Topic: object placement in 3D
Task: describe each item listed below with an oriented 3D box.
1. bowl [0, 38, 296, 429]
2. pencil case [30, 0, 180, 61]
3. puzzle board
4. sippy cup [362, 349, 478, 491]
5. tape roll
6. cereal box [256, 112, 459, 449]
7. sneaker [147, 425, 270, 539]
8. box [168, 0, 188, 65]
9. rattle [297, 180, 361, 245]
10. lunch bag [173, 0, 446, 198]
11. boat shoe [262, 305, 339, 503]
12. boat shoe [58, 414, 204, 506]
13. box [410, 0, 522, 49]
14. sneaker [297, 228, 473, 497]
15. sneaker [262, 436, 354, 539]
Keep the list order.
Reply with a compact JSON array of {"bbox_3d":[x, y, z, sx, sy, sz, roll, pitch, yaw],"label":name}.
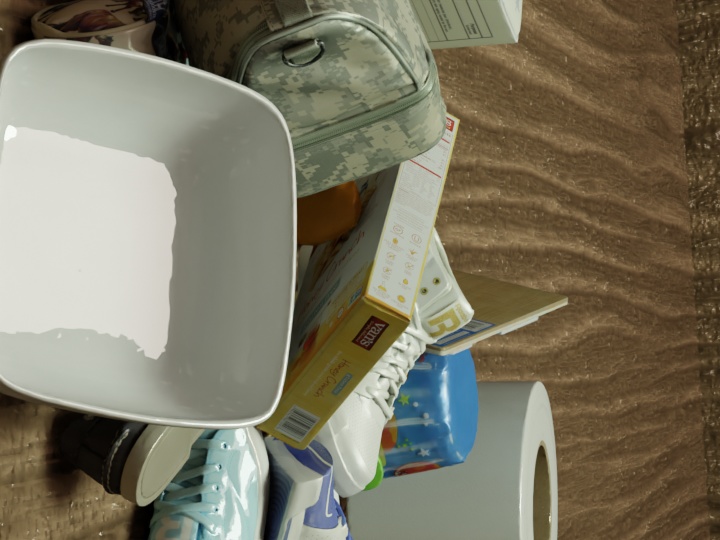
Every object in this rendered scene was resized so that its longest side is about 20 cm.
[{"bbox_3d":[-0.133,-0.014,1.314,0.199,0.075,0.201,12,74,-35],"label":"bowl"},{"bbox_3d":[-0.130,-0.064,1.421,0.089,0.078,0.201,-21,112,-25],"label":"pencil case"},{"bbox_3d":[0.043,0.028,1.785,0.200,0.150,0.017,-19,119,-57],"label":"puzzle board"},{"bbox_3d":[0.015,0.096,1.781,0.140,0.130,0.178,59,31,-58],"label":"sippy cup"},{"bbox_3d":[0.076,0.188,1.916,0.203,0.139,0.204,-1,90,-77],"label":"tape roll"},{"bbox_3d":[0.000,0.000,1.541,0.144,0.039,0.200,-52,-165,40],"label":"cereal box"},{"bbox_3d":[-0.099,0.157,1.497,0.082,0.074,0.201,-13,96,-73],"label":"sneaker"},{"bbox_3d":[-0.126,-0.204,1.544,0.137,0.040,0.201,-68,149,-57],"label":"box"},{"bbox_3d":[-0.034,-0.037,1.627,0.200,0.142,0.131,65,36,-56],"label":"rattle"},{"bbox_3d":[-0.043,-0.169,1.434,0.168,0.139,0.201,72,1,-60],"label":"lunch bag"},{"bbox_3d":[-0.069,0.111,1.621,0.091,0.071,0.201,0,79,-72],"label":"boat shoe"},{"bbox_3d":[-0.111,0.062,1.446,0.200,0.063,0.073,-52,157,-50],"label":"boat shoe"},{"bbox_3d":[0.007,-0.232,1.710,0.128,0.199,0.109,61,31,-54],"label":"box"},{"bbox_3d":[0.021,0.051,1.635,0.074,0.115,0.201,55,26,-52],"label":"sneaker"},{"bbox_3d":[-0.022,0.192,1.592,0.081,0.115,0.200,-130,-141,-50],"label":"sneaker"}]
